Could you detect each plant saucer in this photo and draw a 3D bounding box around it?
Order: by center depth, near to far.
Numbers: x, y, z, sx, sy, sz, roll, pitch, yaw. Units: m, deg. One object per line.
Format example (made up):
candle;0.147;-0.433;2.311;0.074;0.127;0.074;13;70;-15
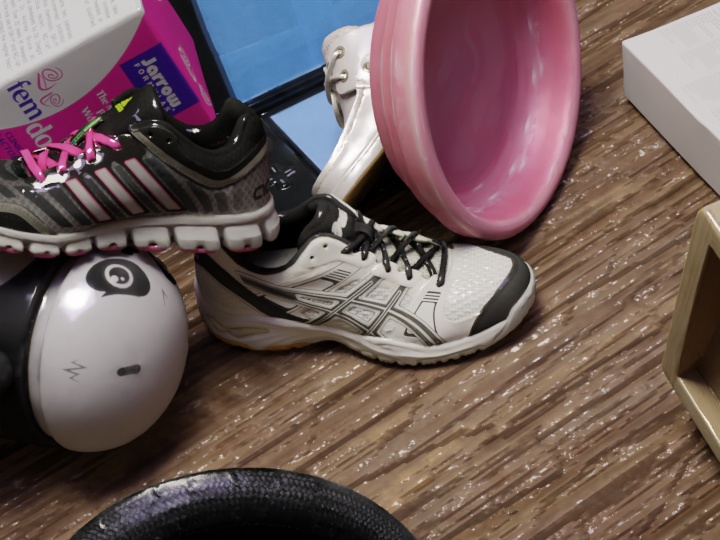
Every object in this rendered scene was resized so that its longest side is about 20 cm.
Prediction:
plant saucer;0.065;-0.118;1.175;0.051;0.201;0.201;3;43;33

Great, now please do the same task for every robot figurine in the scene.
robot figurine;-0.194;0.029;1.113;0.200;0.125;0.150;11;58;20

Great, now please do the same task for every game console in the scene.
game console;-0.009;-0.144;1.266;0.200;0.119;0.172;-27;47;-17

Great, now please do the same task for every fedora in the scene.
fedora;-0.061;0.173;0.949;0.200;0.201;0.092;-18;12;-9

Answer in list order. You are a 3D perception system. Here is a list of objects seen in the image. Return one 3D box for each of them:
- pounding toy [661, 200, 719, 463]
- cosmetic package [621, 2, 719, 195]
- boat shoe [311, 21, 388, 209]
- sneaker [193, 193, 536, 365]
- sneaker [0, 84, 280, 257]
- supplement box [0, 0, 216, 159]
pounding toy;0.250;0.046;1.003;0.142;0.200;0.184;-22;60;-13
cosmetic package;0.245;-0.083;1.210;0.082;0.051;0.200;-23;46;-12
boat shoe;0.006;-0.120;1.215;0.069;0.071;0.200;28;59;-2
sneaker;0.000;0.000;1.140;0.200;0.088;0.076;-2;43;6
sneaker;-0.136;-0.059;1.065;0.200;0.088;0.074;0;22;-19
supplement box;-0.200;-0.101;1.183;0.200;0.101;0.103;-29;41;6
